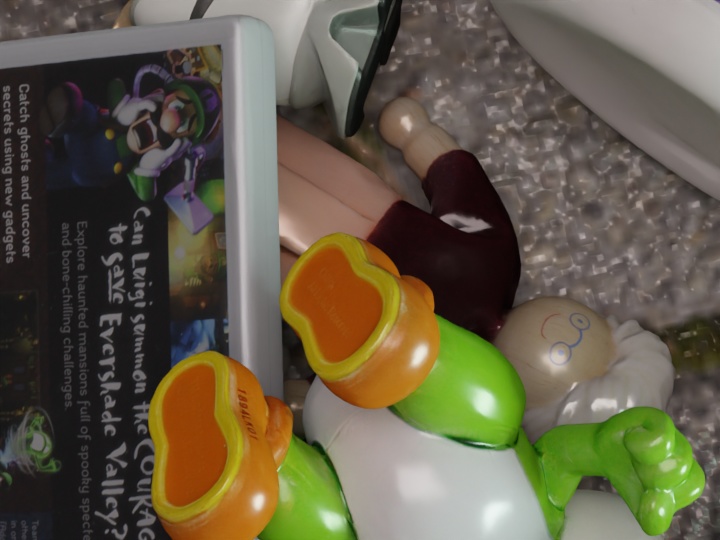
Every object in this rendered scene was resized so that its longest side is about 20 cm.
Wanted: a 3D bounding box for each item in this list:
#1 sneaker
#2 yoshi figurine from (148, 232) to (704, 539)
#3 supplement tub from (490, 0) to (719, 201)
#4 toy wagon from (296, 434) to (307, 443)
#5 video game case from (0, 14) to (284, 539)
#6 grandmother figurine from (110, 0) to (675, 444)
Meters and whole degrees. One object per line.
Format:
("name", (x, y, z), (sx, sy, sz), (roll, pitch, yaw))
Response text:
("sneaker", (-0.009, -0.144, 0.879), (0.088, 0.074, 0.200), (20, 70, 7))
("yoshi figurine", (0.039, 0.086, 0.787), (0.200, 0.112, 0.112), (41, 60, -37))
("supplement tub", (0.146, -0.122, 0.850), (0.145, 0.145, 0.200), (36, 85, 3))
("toy wagon", (-0.012, 0.118, 0.879), (0.200, 0.040, 0.155), (-16, 85, -1))
("video game case", (-0.104, 0.034, 0.849), (0.182, 0.023, 0.200), (-4, 85, 28))
("grandmother figurine", (0.000, 0.000, 0.876), (0.200, 0.061, 0.121), (28, 75, 5))
